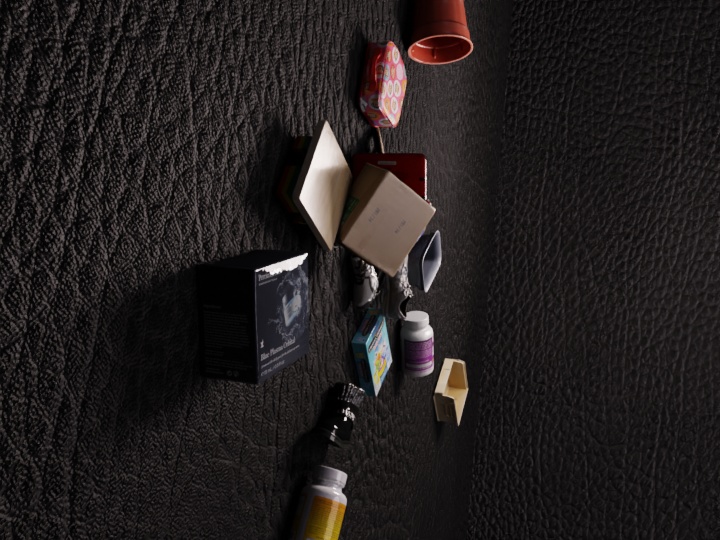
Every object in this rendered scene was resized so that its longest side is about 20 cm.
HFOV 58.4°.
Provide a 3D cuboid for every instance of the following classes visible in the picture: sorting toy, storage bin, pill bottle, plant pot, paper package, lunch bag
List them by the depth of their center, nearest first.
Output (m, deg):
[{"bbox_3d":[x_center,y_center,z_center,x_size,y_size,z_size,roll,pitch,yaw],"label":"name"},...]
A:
[{"bbox_3d":[-0.098,-0.180,1.384,0.199,0.069,0.201,61,39,-56],"label":"sorting toy"},{"bbox_3d":[-0.095,0.563,1.490,0.111,0.110,0.201,60,40,-55],"label":"pill bottle"},{"bbox_3d":[0.045,-0.118,1.513,0.190,0.103,0.201,34,88,-34],"label":"paper package"},{"bbox_3d":[0.056,-0.493,1.696,0.176,0.081,0.201,36,61,-65],"label":"lunch bag"},{"bbox_3d":[0.160,-0.027,1.988,0.200,0.134,0.146,-56,144,-50],"label":"storage bin"},{"bbox_3d":[0.242,-0.773,1.993,0.201,0.200,0.196,15,72,-68],"label":"plant pot"},{"bbox_3d":[0.187,0.242,2.144,0.112,0.112,0.201,-44,135,-59],"label":"pill bottle"},{"bbox_3d":[0.383,0.509,2.725,0.200,0.093,0.199,-64,150,-43],"label":"storage bin"}]

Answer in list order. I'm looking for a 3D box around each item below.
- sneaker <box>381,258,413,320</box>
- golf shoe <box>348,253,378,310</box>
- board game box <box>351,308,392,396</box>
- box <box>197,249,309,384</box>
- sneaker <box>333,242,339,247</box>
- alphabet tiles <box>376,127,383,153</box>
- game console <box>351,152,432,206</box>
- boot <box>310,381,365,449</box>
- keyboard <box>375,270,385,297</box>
[{"bbox_3d":[0.116,0.044,1.796,0.075,0.082,0.201,-20,121,-51],"label":"sneaker"},{"bbox_3d":[0.000,0.000,1.695,0.094,0.077,0.201,16,80,-46],"label":"golf shoe"},{"bbox_3d":[0.035,0.234,1.842,0.151,0.047,0.201,-60,148,-48],"label":"board game box"},{"bbox_3d":[-0.185,0.074,1.155,0.197,0.117,0.201,-25,116,-66],"label":"box"},{"bbox_3d":[-0.006,-0.103,1.596,0.200,0.099,0.071,-39,132,-60],"label":"sneaker"},{"bbox_3d":[0.068,-0.287,1.772,0.201,0.008,0.168,-95,172,-47],"label":"alphabet tiles"},{"bbox_3d":[0.088,-0.222,1.674,0.119,0.199,0.173,-34,125,-64],"label":"game console"},{"bbox_3d":[-0.053,0.350,1.591,0.211,0.079,0.159,65,42,-70],"label":"boot"},{"bbox_3d":[0.054,0.029,1.825,0.128,0.021,0.200,-68,168,16],"label":"keyboard"}]
